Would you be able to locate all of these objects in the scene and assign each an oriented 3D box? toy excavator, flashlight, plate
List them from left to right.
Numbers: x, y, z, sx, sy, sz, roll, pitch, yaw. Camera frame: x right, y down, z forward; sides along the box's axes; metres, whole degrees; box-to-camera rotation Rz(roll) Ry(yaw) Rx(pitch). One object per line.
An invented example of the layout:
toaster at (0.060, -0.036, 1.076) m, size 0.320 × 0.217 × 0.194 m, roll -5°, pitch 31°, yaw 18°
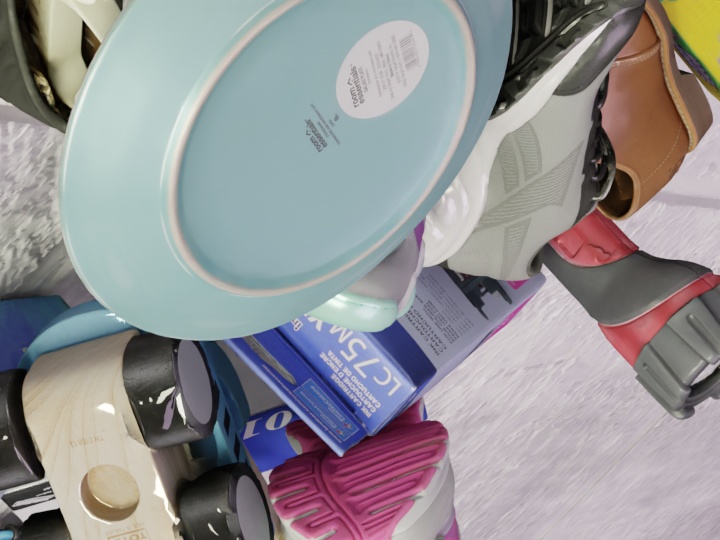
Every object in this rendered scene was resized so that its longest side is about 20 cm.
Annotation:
toy excavator at (-0.075, 0.088, 1.319) m, size 0.099 × 0.195 × 0.200 m, roll -16°, pitch -163°, yaw 16°
plate at (-0.018, -0.054, 1.088) m, size 0.200 × 0.026 × 0.201 m, roll -24°, pitch 136°, yaw -26°
flashlight at (0.109, -0.022, 1.442) m, size 0.068 × 0.200 × 0.068 m, roll -40°, pitch 161°, yaw -1°

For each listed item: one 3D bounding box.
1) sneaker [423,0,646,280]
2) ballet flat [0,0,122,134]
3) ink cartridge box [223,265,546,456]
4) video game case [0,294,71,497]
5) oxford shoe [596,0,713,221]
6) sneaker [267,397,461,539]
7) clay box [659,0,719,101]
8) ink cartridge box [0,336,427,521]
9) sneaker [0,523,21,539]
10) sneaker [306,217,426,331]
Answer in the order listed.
sneaker at (0.077, -0.064, 1.261) m, size 0.200 × 0.079 × 0.074 m, roll 122°, pitch -20°, yaw -52°
ballet flat at (-0.097, -0.112, 1.048) m, size 0.068 × 0.068 × 0.200 m, roll -35°, pitch 160°, yaw -21°
ink cartridge box at (0.000, 0.000, 1.337) m, size 0.042 × 0.119 × 0.200 m, roll -46°, pitch 175°, yaw 31°
video game case at (-0.224, 0.092, 1.293) m, size 0.181 × 0.045 × 0.200 m, roll -50°, pitch 159°, yaw 23°
oxford shoe at (0.094, -0.089, 1.313) m, size 0.071 × 0.071 × 0.200 m, roll -58°, pitch 139°, yaw -16°
sneaker at (0.011, 0.112, 1.311) m, size 0.081 × 0.089 × 0.200 m, roll -15°, pitch -173°, yaw 5°
clay box at (0.176, -0.149, 1.355) m, size 0.115 × 0.048 × 0.200 m, roll -47°, pitch 148°, yaw 3°
ink cartridge box at (-0.072, 0.070, 1.430) m, size 0.199 × 0.044 × 0.094 m, roll -18°, pitch 160°, yaw 2°
sneaker at (-0.159, 0.161, 1.529) m, size 0.200 × 0.073 × 0.082 m, roll -28°, pitch 156°, yaw -34°
sneaker at (0.008, -0.079, 1.225) m, size 0.077 × 0.200 × 0.140 m, roll 16°, pitch 125°, yaw -14°
